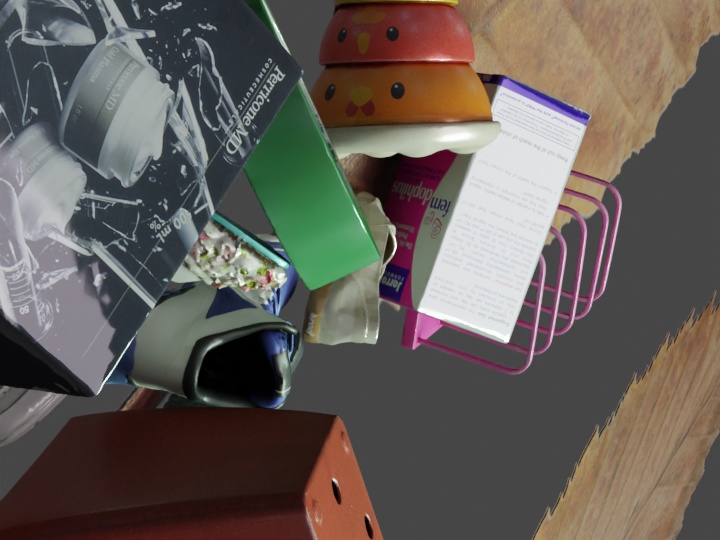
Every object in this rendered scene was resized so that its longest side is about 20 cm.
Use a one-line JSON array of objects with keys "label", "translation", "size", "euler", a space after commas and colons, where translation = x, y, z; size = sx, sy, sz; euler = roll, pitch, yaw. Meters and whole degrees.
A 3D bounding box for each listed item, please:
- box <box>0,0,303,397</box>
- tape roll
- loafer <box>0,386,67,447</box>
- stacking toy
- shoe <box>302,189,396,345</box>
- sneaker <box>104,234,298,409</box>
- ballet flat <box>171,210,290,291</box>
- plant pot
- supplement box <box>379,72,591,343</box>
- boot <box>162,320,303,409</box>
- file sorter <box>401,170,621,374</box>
[{"label": "box", "translation": [-0.154, -0.077, 0.757], "size": [0.182, 0.104, 0.200], "euler": [48, 61, -35]}, {"label": "tape roll", "translation": [-0.050, -0.088, 0.975], "size": [0.048, 0.200, 0.200], "euler": [-25, 150, 1]}, {"label": "loafer", "translation": [-0.170, 0.007, 0.940], "size": [0.070, 0.070, 0.200], "euler": [42, 63, -26]}, {"label": "stacking toy", "translation": [0.022, -0.179, 1.176], "size": [0.146, 0.146, 0.200], "euler": [-12, 99, -64]}, {"label": "shoe", "translation": [0.000, 0.000, 1.247], "size": [0.200, 0.053, 0.070], "euler": [-72, 168, -60]}, {"label": "sneaker", "translation": [-0.080, 0.045, 1.091], "size": [0.199, 0.115, 0.081], "euler": [-29, 134, -57]}, {"label": "ballet flat", "translation": [-0.128, -0.039, 0.902], "size": [0.200, 0.076, 0.064], "euler": [40, 91, -24]}, {"label": "plant pot", "translation": [-0.081, 0.185, 0.966], "size": [0.200, 0.176, 0.200], "euler": [-64, 138, -73]}, {"label": "supplement box", "translation": [0.091, -0.055, 1.366], "size": [0.103, 0.101, 0.200], "euler": [19, 89, -32]}, {"label": "boot", "translation": [-0.090, 0.152, 1.214], "size": [0.165, 0.066, 0.200], "euler": [-46, 145, -29]}, {"label": "file sorter", "translation": [0.146, -0.008, 1.538], "size": [0.200, 0.125, 0.139], "euler": [-35, 138, -54]}]
